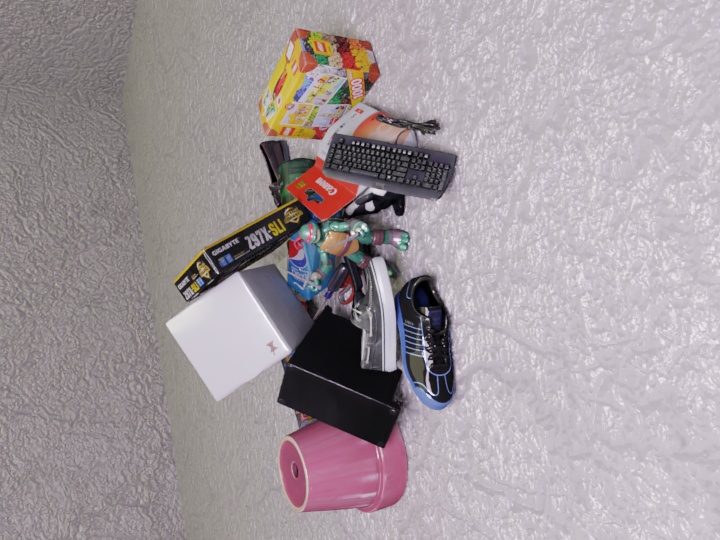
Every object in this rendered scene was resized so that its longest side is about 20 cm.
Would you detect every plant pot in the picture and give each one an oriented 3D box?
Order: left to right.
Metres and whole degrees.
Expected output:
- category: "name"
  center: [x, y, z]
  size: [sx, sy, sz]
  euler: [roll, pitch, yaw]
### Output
- category: "plant pot"
  center: [-0.043, 0.343, 0.997]
  size: [0.200, 0.178, 0.201]
  euler: [12, 104, 58]

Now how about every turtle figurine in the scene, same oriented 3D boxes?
- category: "turtle figurine"
  center: [-0.027, -0.040, 0.897]
  size: [0.150, 0.199, 0.101]
  euler: [-51, 43, 40]

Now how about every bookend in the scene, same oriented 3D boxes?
- category: "bookend"
  center: [-0.014, 0.180, 0.991]
  size: [0.200, 0.198, 0.092]
  euler: [-59, -12, -60]

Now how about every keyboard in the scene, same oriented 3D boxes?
- category: "keyboard"
  center: [0.047, -0.180, 0.833]
  size: [0.199, 0.021, 0.128]
  euler: [15, 78, 20]

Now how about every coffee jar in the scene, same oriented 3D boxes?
- category: "coffee jar"
  center: [-0.119, -0.123, 1.152]
  size: [0.104, 0.085, 0.201]
  euler: [143, 120, -74]

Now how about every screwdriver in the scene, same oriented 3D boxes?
- category: "screwdriver"
  center: [-0.076, 0.066, 1.102]
  size: [0.200, 0.028, 0.029]
  euler: [-57, 25, 25]

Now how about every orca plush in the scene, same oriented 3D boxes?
- category: "orca plush"
  center: [0.035, -0.108, 0.923]
  size: [0.071, 0.105, 0.200]
  euler: [50, 133, -6]

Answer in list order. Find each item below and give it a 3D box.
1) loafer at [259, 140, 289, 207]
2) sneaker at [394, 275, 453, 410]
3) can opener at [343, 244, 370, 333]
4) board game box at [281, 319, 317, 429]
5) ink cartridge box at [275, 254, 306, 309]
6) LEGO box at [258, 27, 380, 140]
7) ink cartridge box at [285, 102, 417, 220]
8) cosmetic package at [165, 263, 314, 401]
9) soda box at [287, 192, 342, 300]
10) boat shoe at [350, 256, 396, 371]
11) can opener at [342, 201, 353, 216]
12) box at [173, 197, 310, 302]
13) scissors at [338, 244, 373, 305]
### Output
- category: "loafer"
  center: [-0.196, -0.208, 1.298]
  size: [0.072, 0.063, 0.201]
  euler: [-25, 72, 57]
- category: "sneaker"
  center: [0.102, 0.104, 0.835]
  size: [0.078, 0.070, 0.201]
  euler: [128, 131, -57]
- category: "can opener"
  center: [0.006, 0.017, 0.992]
  size: [0.079, 0.063, 0.201]
  euler: [122, 140, -72]
- category: "board game box"
  center: [-0.101, 0.227, 1.187]
  size: [0.200, 0.061, 0.201]
  euler: [-35, 62, 53]
- category: "ink cartridge box"
  center: [-0.164, 0.077, 1.260]
  size: [0.109, 0.050, 0.201]
  euler: [-34, 55, 55]
- category: "LEGO box"
  center: [-0.080, -0.330, 1.013]
  size: [0.200, 0.148, 0.077]
  euler: [-41, 59, 53]
- category: "ink cartridge box"
  center: [-0.029, -0.187, 0.921]
  size: [0.162, 0.200, 0.050]
  euler: [43, 168, 49]
- category: "cosmetic package"
  center: [-0.207, 0.104, 1.024]
  size: [0.167, 0.200, 0.167]
  euler: [-34, 89, 10]
- category: "soda box"
  center: [-0.088, -0.041, 1.027]
  size: [0.064, 0.068, 0.200]
  euler: [36, 141, 22]
- category: "boat shoe"
  center: [0.019, 0.077, 0.890]
  size: [0.072, 0.071, 0.201]
  euler: [-100, 5, -72]
- category: "can opener"
  center: [-0.044, -0.133, 1.057]
  size: [0.053, 0.066, 0.201]
  euler: [-172, 79, -71]
- category: "box"
  center: [-0.196, -0.033, 0.923]
  size: [0.049, 0.200, 0.160]
  euler: [57, 143, -4]
- category: "scissors"
  center: [0.000, 0.000, 1.050]
  size: [0.200, 0.014, 0.073]
  euler: [-44, 54, 50]
